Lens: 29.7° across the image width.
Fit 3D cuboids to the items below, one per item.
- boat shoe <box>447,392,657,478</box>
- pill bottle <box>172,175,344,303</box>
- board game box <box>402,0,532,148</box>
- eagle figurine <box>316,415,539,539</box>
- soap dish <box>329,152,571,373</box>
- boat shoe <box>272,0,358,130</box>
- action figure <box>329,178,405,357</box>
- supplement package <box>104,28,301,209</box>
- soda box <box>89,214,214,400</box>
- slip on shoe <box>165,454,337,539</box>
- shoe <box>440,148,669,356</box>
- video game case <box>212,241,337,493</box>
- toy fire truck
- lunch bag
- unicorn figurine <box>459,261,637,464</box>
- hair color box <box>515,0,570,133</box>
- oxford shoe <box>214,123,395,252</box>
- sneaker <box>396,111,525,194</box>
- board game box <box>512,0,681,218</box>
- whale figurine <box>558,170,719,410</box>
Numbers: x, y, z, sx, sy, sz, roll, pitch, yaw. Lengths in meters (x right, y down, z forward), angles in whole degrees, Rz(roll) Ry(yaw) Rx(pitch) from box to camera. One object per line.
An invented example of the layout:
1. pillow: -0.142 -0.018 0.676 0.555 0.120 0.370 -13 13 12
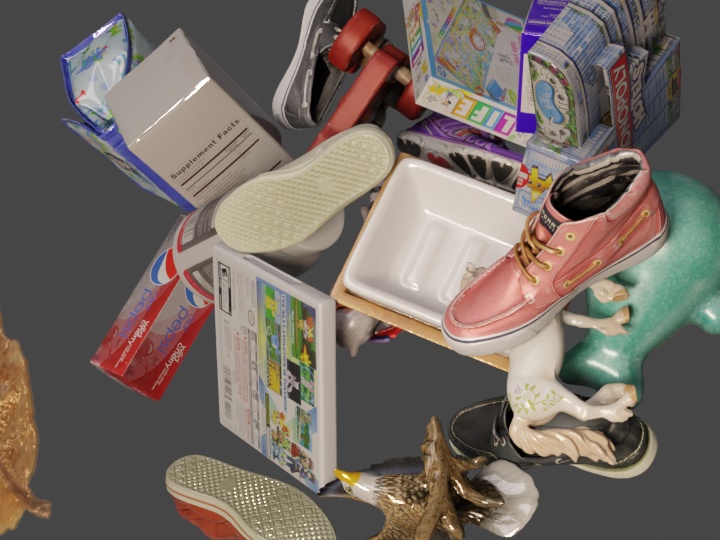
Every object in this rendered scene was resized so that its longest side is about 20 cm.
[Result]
1. boat shoe: 0.147 0.132 1.145 0.199 0.066 0.075 7 64 42
2. pill bottle: -0.104 -0.037 1.406 0.200 0.111 0.111 -21 44 53
3. board game box: 0.114 -0.212 1.364 0.200 0.134 0.034 -93 28 -50
4. eagle figurine: 0.038 0.206 1.151 0.152 0.200 0.151 -31 72 -33
5. soap dish: 0.095 0.000 1.227 0.200 0.081 0.158 22 72 13
6. boat shoe: -0.037 -0.256 1.589 0.068 0.072 0.200 6 66 44
7. action figure: 0.000 0.000 1.345 0.200 0.105 0.194 -10 44 33
8. supplement package: -0.167 -0.147 1.517 0.120 0.200 0.121 -40 42 7
9. soda box: -0.213 0.040 1.514 0.070 0.063 0.200 15 70 46
10. slip on shoe: -0.102 0.235 1.283 0.200 0.061 0.074 17 39 33
11. shoe: 0.141 -0.017 1.036 0.200 0.091 0.072 -31 50 0
12. video game case: -0.083 0.091 1.299 0.022 0.201 0.182 -16 27 -34
13. toy fire truck: 0.002 -0.174 1.434 0.168 0.112 0.200 -54 -1 8
14. lunch bag: -0.267 -0.179 1.646 0.127 0.170 0.200 -35 45 13
15. unicorn figurine: 0.147 0.055 1.085 0.137 0.074 0.200 -4 55 10
16. hair color box: 0.195 -0.226 1.297 0.065 0.110 0.200 8 41 11
17. oxford shoe: -0.049 -0.076 1.274 0.200 0.075 0.058 -29 13 22
18. sneaker: 0.120 -0.123 1.359 0.083 0.081 0.200 -45 43 -16
19. board game box: 0.203 -0.142 1.177 0.062 0.200 0.200 25 64 28
20. whale figurine: 0.233 0.012 1.127 0.159 0.104 0.200 26 86 18
